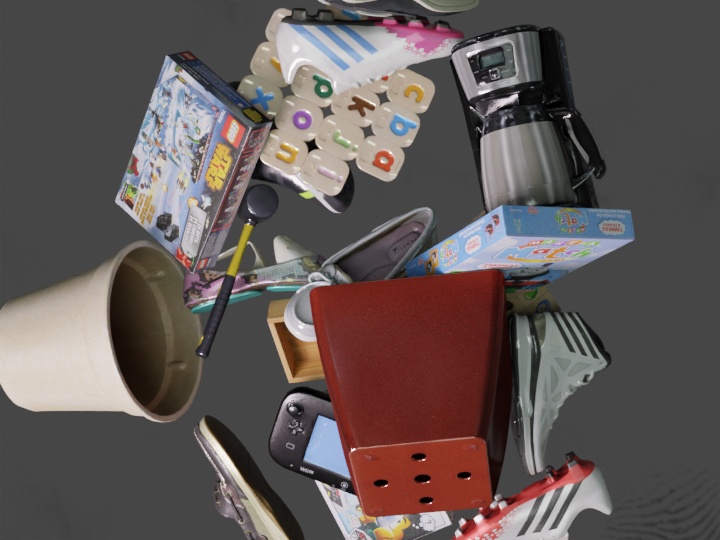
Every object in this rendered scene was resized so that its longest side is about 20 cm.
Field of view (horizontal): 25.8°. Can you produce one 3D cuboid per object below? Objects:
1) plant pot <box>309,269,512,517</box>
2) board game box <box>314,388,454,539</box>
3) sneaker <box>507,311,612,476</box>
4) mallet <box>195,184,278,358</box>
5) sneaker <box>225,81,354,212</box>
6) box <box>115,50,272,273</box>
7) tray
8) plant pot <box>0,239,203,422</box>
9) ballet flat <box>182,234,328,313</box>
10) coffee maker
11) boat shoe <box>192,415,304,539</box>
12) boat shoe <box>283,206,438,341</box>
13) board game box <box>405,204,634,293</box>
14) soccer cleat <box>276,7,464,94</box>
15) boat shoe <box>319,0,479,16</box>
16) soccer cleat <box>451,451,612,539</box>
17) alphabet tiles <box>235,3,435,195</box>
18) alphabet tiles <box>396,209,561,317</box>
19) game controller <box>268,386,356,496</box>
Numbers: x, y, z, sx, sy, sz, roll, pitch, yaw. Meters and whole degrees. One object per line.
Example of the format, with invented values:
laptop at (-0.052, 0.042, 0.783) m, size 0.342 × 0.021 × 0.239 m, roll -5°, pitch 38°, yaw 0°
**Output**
plant pot at (0.058, 0.137, 1.597) m, size 0.198 × 0.177 × 0.201 m, roll -5°, pitch 142°, yaw 5°
board game box at (0.010, 0.226, 1.826) m, size 0.125 × 0.035 × 0.201 m, roll -25°, pitch 99°, yaw 15°
sneaker at (0.224, 0.137, 1.744) m, size 0.114 × 0.076 × 0.202 m, roll -6°, pitch 116°, yaw -2°
mallet at (-0.137, -0.002, 1.718) m, size 0.041 × 0.066 × 0.202 m, roll 22°, pitch 73°, yaw -14°
sneaker at (-0.095, -0.128, 1.743) m, size 0.200 × 0.072 × 0.083 m, roll 41°, pitch 132°, yaw -2°
box at (-0.184, -0.117, 1.714) m, size 0.137 × 0.040 × 0.201 m, roll 41°, pitch 126°, yaw 22°
tray at (0.004, 0.067, 1.766) m, size 0.198 × 0.037 × 0.099 m, roll -7°, pitch 129°, yaw 12°
plant pot at (-0.305, 0.081, 1.772) m, size 0.182 × 0.200 × 0.202 m, roll -10°, pitch 104°, yaw 23°
ballet flat at (-0.109, -0.001, 1.774) m, size 0.198 × 0.069 × 0.072 m, roll -9°, pitch 84°, yaw 12°
coffee maker at (0.167, -0.140, 1.643) m, size 0.133 × 0.192 × 0.202 m, roll -10°, pitch 84°, yaw -3°
boat shoe at (-0.142, 0.263, 1.843) m, size 0.065 × 0.073 × 0.201 m, roll -32°, pitch 98°, yaw 11°
boat shoe at (0.002, 0.001, 1.700) m, size 0.201 × 0.065 × 0.075 m, roll -32°, pitch 66°, yaw -17°
board game box at (0.157, -0.019, 1.587) m, size 0.150 × 0.200 × 0.037 m, roll 1°, pitch 73°, yaw -26°
soccer cleat at (0.009, -0.228, 1.661) m, size 0.198 × 0.070 × 0.087 m, roll 4°, pitch 104°, yaw -1°
boat shoe at (0.037, -0.297, 1.626) m, size 0.067 × 0.199 × 0.073 m, roll -13°, pitch 82°, yaw 55°
soccer cleat at (0.193, 0.286, 1.795) m, size 0.199 × 0.069 × 0.086 m, roll -32°, pitch 94°, yaw 12°
alphabet tiles at (-0.027, -0.188, 1.690) m, size 0.194 × 0.015 × 0.201 m, roll 25°, pitch 85°, yaw 0°
alphabet tiles at (0.103, 0.049, 1.714) m, size 0.199 × 0.008 × 0.167 m, roll -37°, pitch 123°, yaw 2°
game controller at (-0.004, 0.205, 1.782) m, size 0.198 × 0.042 × 0.105 m, roll 21°, pitch 106°, yaw 3°
